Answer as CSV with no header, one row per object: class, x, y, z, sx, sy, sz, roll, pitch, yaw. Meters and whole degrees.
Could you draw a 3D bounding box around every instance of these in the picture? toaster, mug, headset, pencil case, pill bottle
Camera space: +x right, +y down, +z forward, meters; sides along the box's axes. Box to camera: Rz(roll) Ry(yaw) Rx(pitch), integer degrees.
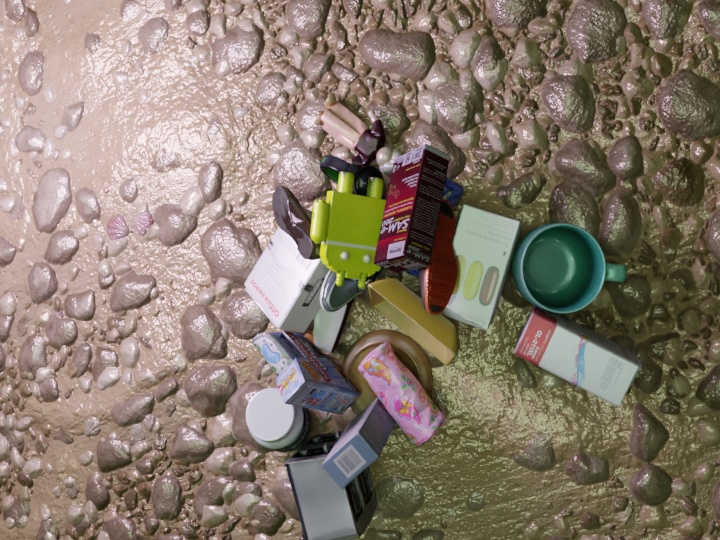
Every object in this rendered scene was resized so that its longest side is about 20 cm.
toaster,-0.056,0.433,1.385,0.115,0.180,0.206,-15,89,15
mug,0.360,0.004,1.261,0.183,0.114,0.153,38,92,-2
headset,0.016,-0.172,1.360,0.197,0.124,0.096,31,84,-1
pencil case,0.082,0.238,1.357,0.087,0.087,0.201,-41,83,15
pill bottle,-0.161,0.295,1.384,0.109,0.201,0.117,-1,73,3
pencil case,0.130,-0.085,1.343,0.076,0.087,0.205,20,101,-11

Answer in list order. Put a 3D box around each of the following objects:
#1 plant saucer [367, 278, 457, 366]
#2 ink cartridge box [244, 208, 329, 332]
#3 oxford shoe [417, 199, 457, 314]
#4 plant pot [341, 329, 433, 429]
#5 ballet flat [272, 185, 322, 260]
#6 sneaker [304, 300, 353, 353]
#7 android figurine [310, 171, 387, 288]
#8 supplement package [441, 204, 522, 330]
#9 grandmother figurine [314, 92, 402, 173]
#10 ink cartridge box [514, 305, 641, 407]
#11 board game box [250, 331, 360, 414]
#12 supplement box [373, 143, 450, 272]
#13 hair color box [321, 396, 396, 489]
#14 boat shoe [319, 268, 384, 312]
plant saucer,0.105,0.089,1.318,0.198,0.200,0.049,38,81,10
ink cartridge box,-0.124,-0.003,1.400,0.146,0.083,0.202,44,107,35
oxford shoe,0.128,-0.020,1.261,0.072,0.070,0.206,-12,67,52
plant pot,0.049,0.223,1.420,0.194,0.027,0.207,1,94,16
ballet flat,-0.117,-0.091,1.340,0.201,0.045,0.069,53,132,40
sneaker,-0.059,0.061,1.414,0.083,0.073,0.205,24,102,10
android figurine,-0.008,-0.072,1.277,0.177,0.041,0.207,9,89,-24
supplement package,0.220,-0.009,1.309,0.111,0.109,0.206,17,99,14
grandmother figurine,0.001,-0.255,1.383,0.198,0.060,0.123,36,110,13
ink cartridge box,0.383,0.146,1.253,0.196,0.145,0.085,27,100,13
board game box,-0.114,0.191,1.359,0.062,0.199,0.201,-45,71,10
supplement box,0.089,-0.107,1.238,0.060,0.108,0.206,18,75,-26
hair color box,0.005,0.316,1.321,0.099,0.200,0.061,-44,88,17
boat shoe,0.000,0.000,1.336,0.201,0.061,0.073,-48,121,-18
